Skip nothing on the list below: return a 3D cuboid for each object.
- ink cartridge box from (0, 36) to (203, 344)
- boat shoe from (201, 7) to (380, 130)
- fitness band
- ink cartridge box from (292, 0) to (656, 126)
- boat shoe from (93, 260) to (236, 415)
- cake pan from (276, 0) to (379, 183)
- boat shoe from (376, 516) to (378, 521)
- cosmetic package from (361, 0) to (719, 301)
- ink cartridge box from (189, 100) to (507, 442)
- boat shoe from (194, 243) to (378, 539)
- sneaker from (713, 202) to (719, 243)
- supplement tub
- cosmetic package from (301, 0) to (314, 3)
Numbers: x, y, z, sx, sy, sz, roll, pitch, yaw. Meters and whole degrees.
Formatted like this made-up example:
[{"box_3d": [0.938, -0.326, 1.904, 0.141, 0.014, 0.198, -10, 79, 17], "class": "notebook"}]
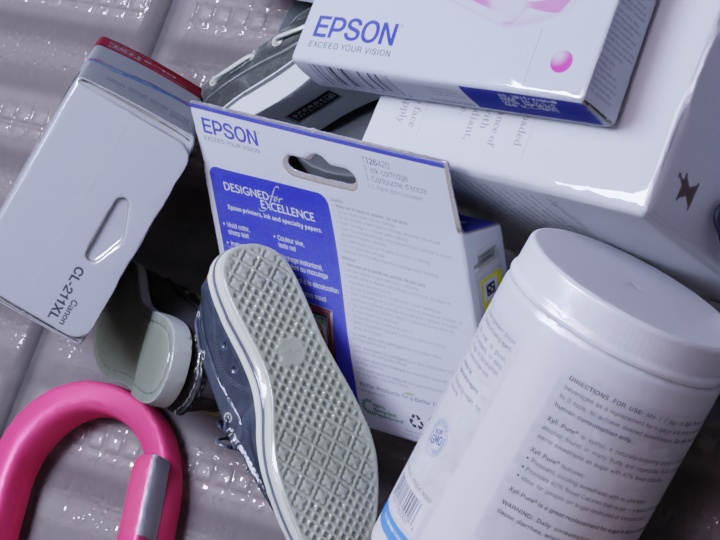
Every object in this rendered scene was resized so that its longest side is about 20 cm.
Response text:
[{"box_3d": [-0.167, -0.055, 1.620, 0.146, 0.083, 0.200, -59, 7, 9], "class": "ink cartridge box"}, {"box_3d": [-0.018, -0.135, 1.599, 0.200, 0.071, 0.064, -28, 58, 23], "class": "boat shoe"}, {"box_3d": [-0.183, 0.167, 1.638, 0.143, 0.037, 0.201, 1, 69, 37], "class": "fitness band"}, {"box_3d": [0.078, -0.185, 1.415, 0.196, 0.043, 0.201, 10, 75, 37], "class": "ink cartridge box"}, {"box_3d": [-0.118, 0.045, 1.618, 0.201, 0.060, 0.072, -138, 65, -67], "class": "boat shoe"}, {"box_3d": [0.023, -0.133, 1.640, 0.200, 0.037, 0.201, -14, 62, 28], "class": "cake pan"}, {"box_3d": [0.029, 0.197, 1.472, 0.200, 0.065, 0.073, 33, 89, 38], "class": "boat shoe"}, {"box_3d": [0.144, -0.095, 1.462, 0.200, 0.165, 0.165, 16, 80, 38], "class": "cosmetic package"}, {"box_3d": [0.000, 0.000, 1.512, 0.197, 0.201, 0.047, 16, 35, 38], "class": "ink cartridge box"}, {"box_3d": [-0.045, 0.083, 1.495, 0.062, 0.074, 0.201, -46, 59, 50], "class": "boat shoe"}, {"box_3d": [0.251, -0.032, 1.385, 0.079, 0.130, 0.200, 26, 85, 37], "class": "sneaker"}, {"box_3d": [0.102, 0.094, 1.399, 0.132, 0.132, 0.200, 41, 111, 38], "class": "supplement tub"}, {"box_3d": [-0.004, -0.258, 1.647, 0.200, 0.052, 0.151, -50, 33, -15], "class": "cosmetic package"}]
